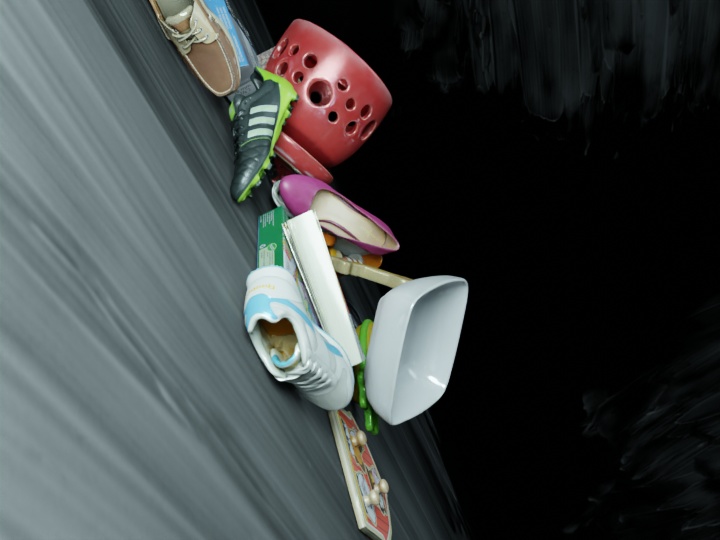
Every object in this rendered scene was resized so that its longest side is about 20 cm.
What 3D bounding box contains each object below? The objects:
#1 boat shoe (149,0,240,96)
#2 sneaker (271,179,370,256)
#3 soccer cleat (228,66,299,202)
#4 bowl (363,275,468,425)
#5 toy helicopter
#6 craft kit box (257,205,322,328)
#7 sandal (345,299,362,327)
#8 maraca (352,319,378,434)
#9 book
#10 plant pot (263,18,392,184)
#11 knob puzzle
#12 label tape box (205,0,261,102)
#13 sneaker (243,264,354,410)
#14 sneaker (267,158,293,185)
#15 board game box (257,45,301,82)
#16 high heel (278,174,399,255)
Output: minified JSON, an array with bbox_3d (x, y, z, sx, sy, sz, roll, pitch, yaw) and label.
[{"bbox_3d":[-0.218,-0.309,0.878,0.203,0.074,0.072,60,16,-21],"label":"boat shoe"},{"bbox_3d":[-0.059,-0.081,1.133,0.196,0.075,0.116,30,3,-1],"label":"sneaker"},{"bbox_3d":[-0.145,-0.180,0.926,0.079,0.067,0.204,26,58,-16],"label":"soccer cleat"},{"bbox_3d":[0.076,0.103,1.025,0.198,0.073,0.206,-11,116,-56],"label":"bowl"},{"bbox_3d":[0.000,0.000,1.112,0.132,0.195,0.081,6,102,-75],"label":"toy helicopter"},{"bbox_3d":[-0.081,0.043,0.958,0.202,0.047,0.201,-102,172,-59],"label":"craft kit box"},{"bbox_3d":[-0.028,0.079,1.299,0.076,0.042,0.205,-84,152,-78],"label":"sandal"},{"bbox_3d":[0.017,0.164,1.115,0.202,0.104,0.140,-80,155,-59],"label":"maraca"},{"bbox_3d":[-0.041,0.031,0.958,0.134,0.047,0.205,55,14,-84],"label":"book"},{"bbox_3d":[-0.076,-0.248,1.086,0.199,0.184,0.200,37,1,-1],"label":"plant pot"},{"bbox_3d":[0.015,0.289,0.990,0.220,0.030,0.225,-23,91,-85],"label":"knob puzzle"},{"bbox_3d":[-0.211,-0.350,1.092,0.200,0.062,0.148,48,20,-75],"label":"label tape box"},{"bbox_3d":[-0.069,0.094,0.770,0.202,0.075,0.082,57,19,-32],"label":"sneaker"},{"bbox_3d":[-0.114,-0.130,1.242,0.205,0.078,0.095,67,-17,0],"label":"sneaker"},{"bbox_3d":[-0.144,-0.307,1.390,0.200,0.095,0.163,55,13,-65],"label":"board game box"},{"bbox_3d":[-0.027,-0.083,1.030,0.197,0.069,0.095,24,-4,-39],"label":"high heel"}]
